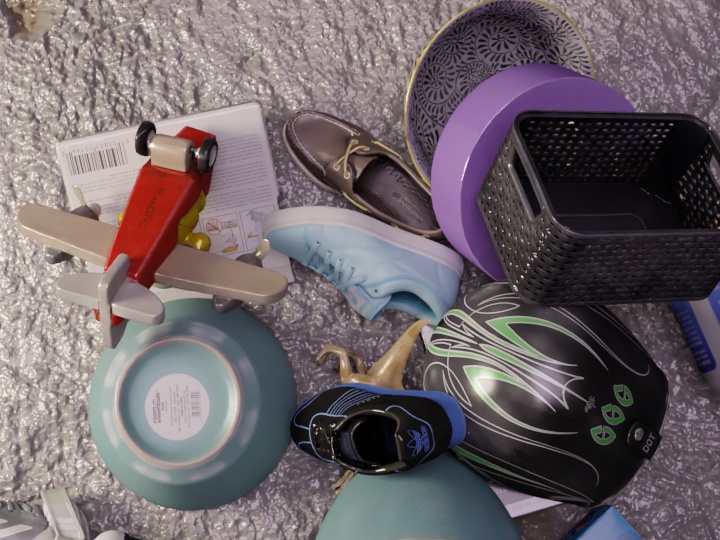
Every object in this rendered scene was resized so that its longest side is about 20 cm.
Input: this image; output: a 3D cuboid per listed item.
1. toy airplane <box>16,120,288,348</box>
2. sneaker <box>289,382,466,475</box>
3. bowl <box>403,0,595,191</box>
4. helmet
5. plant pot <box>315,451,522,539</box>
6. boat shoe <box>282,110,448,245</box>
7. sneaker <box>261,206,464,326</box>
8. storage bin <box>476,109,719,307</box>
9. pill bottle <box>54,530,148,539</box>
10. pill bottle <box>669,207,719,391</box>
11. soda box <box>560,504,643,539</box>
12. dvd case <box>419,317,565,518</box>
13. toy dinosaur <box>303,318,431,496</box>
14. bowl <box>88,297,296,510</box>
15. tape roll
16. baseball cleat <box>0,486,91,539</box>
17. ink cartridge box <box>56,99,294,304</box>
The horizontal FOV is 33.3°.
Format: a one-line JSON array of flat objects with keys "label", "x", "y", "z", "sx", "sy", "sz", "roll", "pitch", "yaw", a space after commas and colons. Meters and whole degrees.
[{"label": "toy airplane", "x": -0.186, "y": -0.016, "z": 1.076, "sx": 0.198, "sy": 0.142, "sz": 0.201, "roll": -25, "pitch": 65, "yaw": -12}, {"label": "sneaker", "x": -0.006, "y": 0.137, "z": 1.028, "sx": 0.077, "sy": 0.199, "sz": 0.071, "roll": -15, "pitch": 92, "yaw": -44}, {"label": "bowl", "x": 0.115, "y": -0.166, "z": 1.144, "sx": 0.199, "sy": 0.094, "sz": 0.203, "roll": -9, "pitch": 114, "yaw": -21}, {"label": "helmet", "x": 0.151, "y": 0.099, "z": 1.049, "sx": 0.190, "sy": 0.200, "sz": 0.201, "roll": 31, "pitch": 81, "yaw": -10}, {"label": "plant pot", "x": 0.050, "y": 0.236, "z": 1.057, "sx": 0.198, "sy": 0.201, "sz": 0.136, "roll": 1, "pitch": 43, "yaw": 0}, {"label": "boat shoe", "x": 0.008, "y": -0.093, "z": 1.164, "sx": 0.199, "sy": 0.060, "sz": 0.072, "roll": 39, "pitch": 82, "yaw": 6}, {"label": "sneaker", "x": 0.000, "y": 0.000, "z": 1.122, "sx": 0.198, "sy": 0.074, "sz": 0.083, "roll": 14, "pitch": 60, "yaw": -5}, {"label": "storage bin", "x": 0.214, "y": -0.053, "z": 1.008, "sx": 0.198, "sy": 0.094, "sz": 0.136, "roll": -1, "pitch": 52, "yaw": -21}, {"label": "pill bottle", "x": -0.181, "y": 0.296, "z": 1.048, "sx": 0.198, "sy": 0.112, "sz": 0.114, "roll": 19, "pitch": 80, "yaw": -11}, {"label": "pill bottle", "x": 0.355, "y": 0.043, "z": 1.116, "sx": 0.111, "sy": 0.112, "sz": 0.202, "roll": -22, "pitch": 81, "yaw": -4}, {"label": "soda box", "x": 0.267, "y": 0.309, "z": 1.089, "sx": 0.064, "sy": 0.068, "sz": 0.200, "roll": -41, "pitch": 82, "yaw": -7}, {"label": "dvd case", "x": 0.151, "y": 0.127, "z": 1.144, "sx": 0.149, "sy": 0.025, "sz": 0.202, "roll": -15, "pitch": 80, "yaw": -2}, {"label": "toy dinosaur", "x": 0.009, "y": 0.108, "z": 1.111, "sx": 0.101, "sy": 0.058, "sz": 0.202, "roll": 32, "pitch": 112, "yaw": 25}, {"label": "bowl", "x": -0.159, "y": 0.120, "z": 1.097, "sx": 0.198, "sy": 0.105, "sz": 0.203, "roll": 0, "pitch": 82, "yaw": -1}, {"label": "tape roll", "x": 0.167, "y": -0.085, "z": 1.108, "sx": 0.198, "sy": 0.066, "sz": 0.202, "roll": -8, "pitch": 112, "yaw": -20}, {"label": "baseball cleat", "x": -0.328, "y": 0.229, "z": 1.108, "sx": 0.199, "sy": 0.070, "sz": 0.107, "roll": 35, "pitch": 75, "yaw": -4}, {"label": "ink cartridge box", "x": -0.175, "y": -0.058, "z": 1.165, "sx": 0.198, "sy": 0.045, "sz": 0.178, "roll": -11, "pitch": 102, "yaw": -2}]
